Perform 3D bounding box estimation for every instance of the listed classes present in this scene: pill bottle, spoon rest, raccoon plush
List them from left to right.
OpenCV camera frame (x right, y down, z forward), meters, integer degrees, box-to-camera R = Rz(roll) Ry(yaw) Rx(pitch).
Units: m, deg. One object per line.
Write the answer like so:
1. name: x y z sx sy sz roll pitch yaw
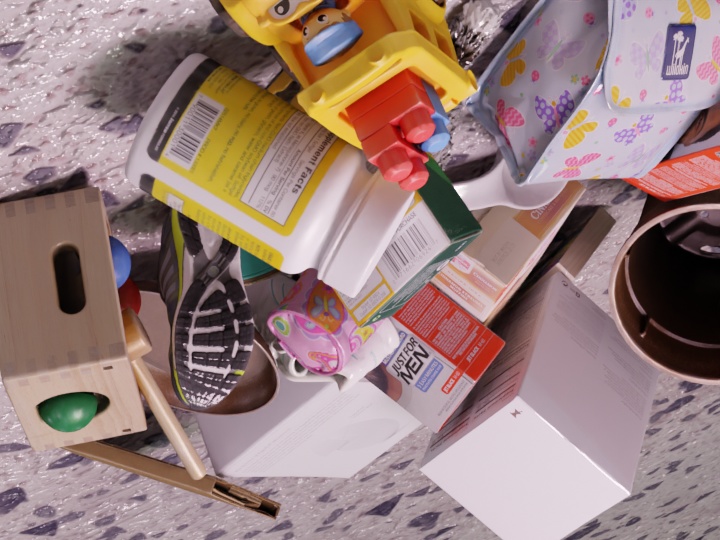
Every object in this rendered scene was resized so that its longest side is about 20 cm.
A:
1. pill bottle: -0.067 -0.069 1.406 0.115 0.199 0.114 -59 178 -4
2. raccoon plush: 0.058 -0.112 1.523 0.096 0.135 0.200 -5 150 -34
3. spoon rest: 0.127 -0.090 1.673 0.199 0.060 0.100 -21 121 -33

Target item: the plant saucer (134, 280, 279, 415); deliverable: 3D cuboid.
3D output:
1. plant saucer: -0.165 0.067 1.714 0.199 0.032 0.201 14 147 9

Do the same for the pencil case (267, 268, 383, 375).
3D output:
1. pencil case: 0.000 0.000 1.661 0.200 0.087 0.088 -54 173 -32

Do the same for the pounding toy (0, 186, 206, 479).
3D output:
1. pounding toy: -0.220 0.064 1.538 0.141 0.201 0.184 -11 154 -5

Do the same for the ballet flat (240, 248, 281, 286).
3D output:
1. ballet flat: -0.054 -0.043 1.657 0.199 0.071 0.065 -28 173 19

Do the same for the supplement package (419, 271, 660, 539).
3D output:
1. supplement package: 0.180 0.142 1.829 0.151 0.152 0.200 -40 -165 37

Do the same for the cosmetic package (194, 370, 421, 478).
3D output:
1. cosmetic package: -0.038 0.116 1.918 0.199 0.123 0.199 6 143 -48

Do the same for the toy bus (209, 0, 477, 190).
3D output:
1. toy bus: -0.005 -0.156 1.317 0.135 0.193 0.200 -30 153 19

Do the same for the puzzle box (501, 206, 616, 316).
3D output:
1. puzzle box: 0.179 0.025 1.959 0.200 0.025 0.133 -45 -178 38

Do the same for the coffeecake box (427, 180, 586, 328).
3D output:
1. coffeecake box: 0.120 -0.002 1.796 0.154 0.073 0.200 -48 171 -34

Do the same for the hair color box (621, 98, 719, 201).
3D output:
1. hair color box: 0.312 -0.128 1.654 0.061 0.102 0.200 26 167 -16

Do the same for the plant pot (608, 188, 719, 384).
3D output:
1. plant pot: 0.352 -0.024 1.834 0.199 0.199 0.201 5 121 9

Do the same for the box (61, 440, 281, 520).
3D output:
1. box: -0.201 0.214 1.944 0.199 0.021 0.163 13 169 26

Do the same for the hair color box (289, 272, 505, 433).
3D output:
1. hair color box: 0.026 0.051 1.753 0.064 0.200 0.111 -47 172 -35

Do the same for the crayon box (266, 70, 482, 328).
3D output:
1. crayon box: -0.005 -0.073 1.495 0.051 0.201 0.126 -20 162 -49

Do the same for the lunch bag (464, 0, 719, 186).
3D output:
1. lunch bag: 0.216 -0.170 1.564 0.169 0.127 0.200 -5 142 -42

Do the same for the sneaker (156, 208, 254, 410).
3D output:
1. sneaker: -0.136 0.025 1.574 0.073 0.201 0.081 10 156 -23

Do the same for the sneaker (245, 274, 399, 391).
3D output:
1. sneaker: -0.064 0.056 1.722 0.080 0.199 0.071 -49 136 -32
